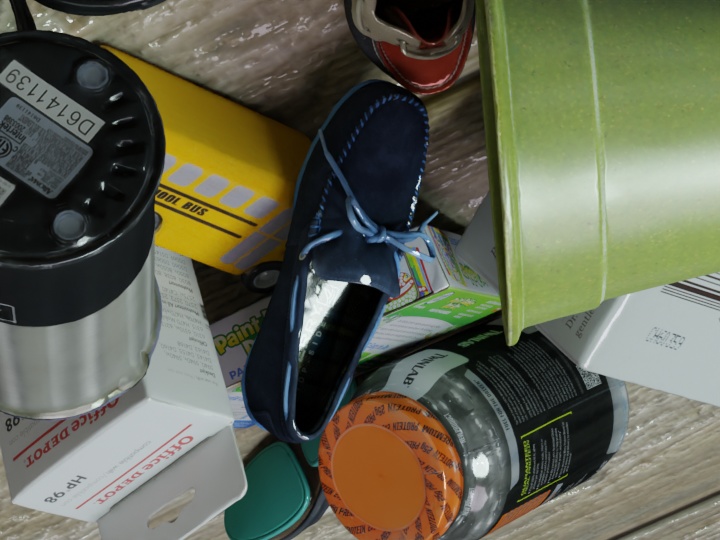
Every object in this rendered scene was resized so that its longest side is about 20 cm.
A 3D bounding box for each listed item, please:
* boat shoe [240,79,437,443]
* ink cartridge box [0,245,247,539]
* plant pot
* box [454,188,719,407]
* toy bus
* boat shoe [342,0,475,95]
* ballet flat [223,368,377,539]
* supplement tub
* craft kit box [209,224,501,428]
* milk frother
[{"bbox_3d":[0.000,0.000,1.332,0.084,0.069,0.200,9,101,-24],"label":"boat shoe"},{"bbox_3d":[-0.142,0.056,1.360,0.116,0.200,0.067,-37,143,28],"label":"ink cartridge box"},{"bbox_3d":[0.155,-0.072,1.194,0.190,0.200,0.200,-5,149,2],"label":"plant pot"},{"bbox_3d":[0.196,-0.040,1.391,0.200,0.131,0.199,16,112,-44],"label":"box"},{"bbox_3d":[-0.087,-0.051,1.353,0.078,0.065,0.200,-38,143,26],"label":"toy bus"},{"bbox_3d":[0.028,-0.144,1.269,0.071,0.063,0.200,-18,150,-3],"label":"boat shoe"},{"bbox_3d":[-0.021,0.127,1.666,0.073,0.073,0.200,4,140,-32],"label":"ballet flat"},{"bbox_3d":[0.070,0.101,1.557,0.200,0.123,0.123,-20,160,-51],"label":"supplement tub"},{"bbox_3d":[-0.019,0.037,1.481,0.197,0.049,0.200,-23,172,12],"label":"craft kit box"},{"bbox_3d":[-0.136,-0.062,1.190,0.200,0.181,0.188,-34,163,-18],"label":"milk frother"}]
